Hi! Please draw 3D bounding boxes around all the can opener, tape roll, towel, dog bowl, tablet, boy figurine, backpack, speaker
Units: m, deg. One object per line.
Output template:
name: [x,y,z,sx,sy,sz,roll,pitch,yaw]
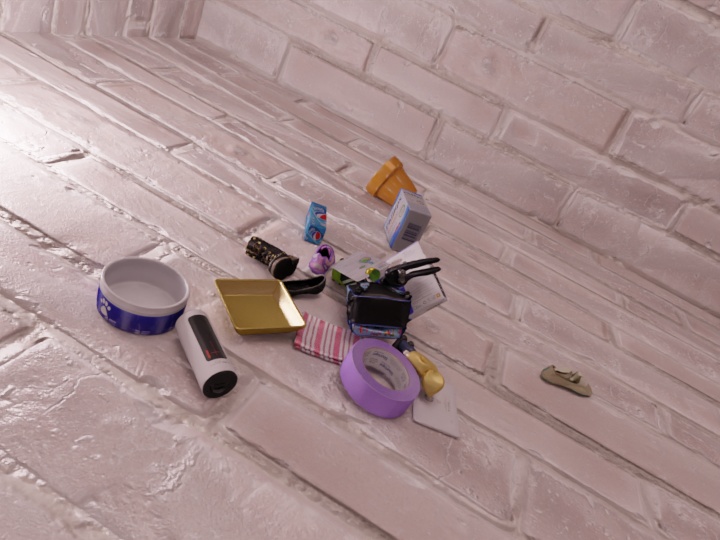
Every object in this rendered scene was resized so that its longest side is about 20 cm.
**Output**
can opener: [0.148,-0.003,1.634,0.197,0.065,0.078,-18,21,-25]
tape roll: [0.049,0.264,1.433,0.197,0.066,0.201,26,28,-15]
towel: [-0.077,0.186,1.531,0.197,0.030,0.147,21,27,-10]
dog bowl: [-0.501,0.056,1.336,0.197,0.080,0.201,21,27,-11]
tablet: [0.194,0.343,1.503,0.128,0.014,0.201,23,26,-6]
boy figurine: [0.162,0.259,1.535,0.124,0.064,0.200,43,5,-42]
backpack: [0.040,0.103,1.639,0.179,0.138,0.200,6,7,-11]
speaker: [-0.336,0.179,1.255,0.080,0.082,0.201,2,35,-38]

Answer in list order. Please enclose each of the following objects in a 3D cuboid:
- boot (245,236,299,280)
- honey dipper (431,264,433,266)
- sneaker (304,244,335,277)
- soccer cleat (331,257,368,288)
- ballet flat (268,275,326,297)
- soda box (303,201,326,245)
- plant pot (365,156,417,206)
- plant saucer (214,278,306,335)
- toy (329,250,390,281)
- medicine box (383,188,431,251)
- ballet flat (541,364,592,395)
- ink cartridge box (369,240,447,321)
boot: [-0.271,-0.040,1.699,0.149,0.074,0.200,28,12,7]
honey dipper: [0.175,0.066,1.780,0.037,0.203,0.038,19,25,-9]
sneaker: [-0.116,-0.047,1.859,0.079,0.090,0.201,23,25,-1]
soccer cleat: [-0.007,0.038,1.805,0.199,0.082,0.067,35,28,19]
ballet flat: [-0.187,0.041,1.663,0.197,0.058,0.067,-6,40,-40]
soda box: [-0.160,-0.170,2.067,0.063,0.069,0.201,18,27,-13]
plant pot: [0.153,-0.378,2.616,0.183,0.201,0.200,44,28,3]
plant saucer: [-0.264,0.100,1.492,0.197,0.049,0.201,2,36,-35]
toy: [0.000,0.000,1.727,0.114,0.048,0.199,-27,21,-20]
medicine box: [0.182,-0.193,2.284,0.101,0.184,0.201,16,27,-17]
ballet flat: [0.679,0.349,1.864,0.197,0.070,0.070,19,26,-15]
ink cartridge box: [0.136,0.046,1.732,0.043,0.196,0.203,27,37,-59]
